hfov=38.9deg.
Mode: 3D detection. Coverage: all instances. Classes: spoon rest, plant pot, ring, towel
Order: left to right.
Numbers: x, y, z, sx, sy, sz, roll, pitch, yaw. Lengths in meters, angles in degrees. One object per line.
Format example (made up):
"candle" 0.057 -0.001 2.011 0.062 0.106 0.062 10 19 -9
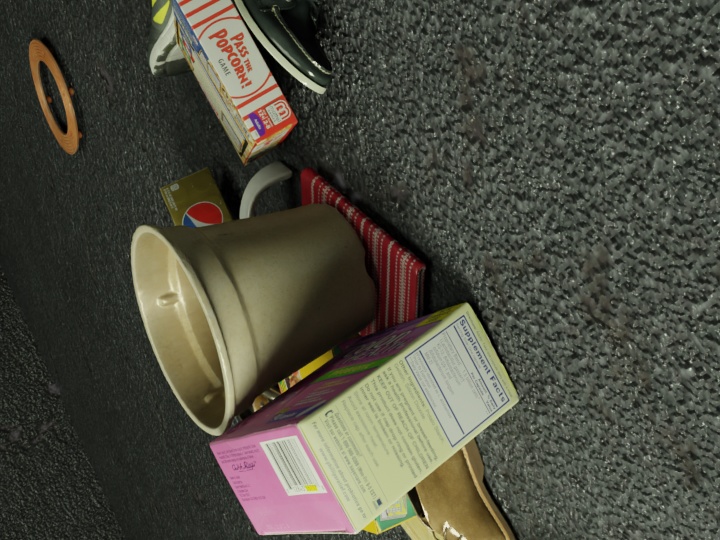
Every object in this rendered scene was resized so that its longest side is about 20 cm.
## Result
"ring" -0.525 -0.300 1.760 0.200 0.019 0.202 44 146 40
"plant pot" -0.093 0.026 0.967 0.200 0.182 0.202 41 142 43
"spoon rest" -0.094 -0.015 1.121 0.099 0.060 0.202 -139 37 -57
"towel" 0.000 0.000 1.006 0.200 0.022 0.146 42 144 40

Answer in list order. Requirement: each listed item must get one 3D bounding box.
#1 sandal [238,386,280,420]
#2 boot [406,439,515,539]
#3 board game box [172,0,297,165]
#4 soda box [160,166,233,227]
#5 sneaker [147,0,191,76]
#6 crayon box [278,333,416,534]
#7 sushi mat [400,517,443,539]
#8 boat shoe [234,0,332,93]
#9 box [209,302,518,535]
"sandal" -0.129 0.166 1.264 0.200 0.055 0.081 46 148 -20
"boot" 0.093 0.241 0.960 0.073 0.075 0.202 -25 89 62
"board game box" -0.126 -0.186 0.984 0.153 0.046 0.200 61 172 -6
"soda box" -0.168 -0.019 1.214 0.064 0.067 0.202 79 165 -66
"sneaker" -0.190 -0.291 1.095 0.085 0.074 0.200 63 145 20
"crayon box" -0.023 0.173 1.121 0.172 0.058 0.203 -11 94 64
"sushi mat" 0.078 0.279 1.085 0.200 0.012 0.096 47 148 36
"boat shoe" -0.069 -0.244 0.902 0.066 0.074 0.200 -41 58 18
"box" 0.001 0.129 0.876 0.175 0.199 0.097 -24 96 57
